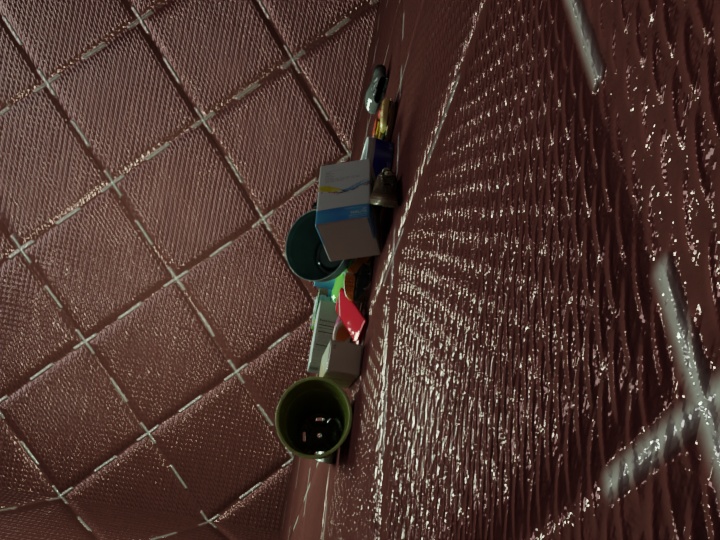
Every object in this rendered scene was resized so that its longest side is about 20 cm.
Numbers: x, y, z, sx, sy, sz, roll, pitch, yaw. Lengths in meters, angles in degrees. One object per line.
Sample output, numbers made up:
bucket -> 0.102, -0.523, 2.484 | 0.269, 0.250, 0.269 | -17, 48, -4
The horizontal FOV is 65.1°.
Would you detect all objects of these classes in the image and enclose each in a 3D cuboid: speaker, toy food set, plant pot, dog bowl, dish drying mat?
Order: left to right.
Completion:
plant pot -> -0.114, 0.411, 1.489 | 0.192, 0.192, 0.206 | 88, -171, -61
plant pot -> -0.103, -0.058, 1.635 | 0.134, 0.194, 0.208 | 32, -114, -67
speaker -> -0.039, 0.033, 1.771 | 0.202, 0.085, 0.091 | 109, 170, -52
dish drying mat -> -0.029, 0.124, 1.543 | 0.200, 0.018, 0.079 | -128, 51, -59
dog bowl -> 0.036, -0.278, 1.640 | 0.200, 0.076, 0.208 | -169, 89, -84
toy food set -> 0.067, -0.435, 1.764 | 0.201, 0.047, 0.205 | -100, 21, -72

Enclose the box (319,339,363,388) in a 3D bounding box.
box -> -0.055, 0.254, 1.512 | 0.201, 0.091, 0.080 | 113, 166, -67

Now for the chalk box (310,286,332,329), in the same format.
chalk box -> -0.099, 0.136, 1.978 | 0.201, 0.120, 0.129 | 121, 161, -69

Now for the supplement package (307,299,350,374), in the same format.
supplement package -> -0.095, 0.219, 1.796 | 0.122, 0.115, 0.206 | 113, 167, -64

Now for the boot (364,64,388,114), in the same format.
boot -> 0.059, -0.681, 2.192 | 0.134, 0.067, 0.204 | -94, 11, -48

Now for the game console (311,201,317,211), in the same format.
game console -> -0.052, -0.178, 1.727 | 0.173, 0.193, 0.123 | 116, 163, -66

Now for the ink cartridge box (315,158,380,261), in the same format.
ink cartridge box -> -0.027, -0.158, 1.466 | 0.148, 0.141, 0.205 | 69, -162, -52

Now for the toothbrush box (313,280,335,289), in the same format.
toothbrush box -> -0.068, -0.026, 1.859 | 0.203, 0.141, 0.087 | 108, 171, -50

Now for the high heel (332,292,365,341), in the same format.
high heel -> -0.040, 0.119, 1.665 | 0.096, 0.065, 0.206 | -117, 42, -64

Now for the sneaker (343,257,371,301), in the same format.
sneaker -> 0.000, 0.000, 1.590 | 0.093, 0.073, 0.206 | 97, -172, -64

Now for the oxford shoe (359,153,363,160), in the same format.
oxford shoe -> 0.031, -0.323, 1.912 | 0.075, 0.068, 0.206 | 50, 133, 49

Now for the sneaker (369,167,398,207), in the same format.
sneaker -> 0.056, -0.200, 1.345 | 0.201, 0.068, 0.078 | -100, 15, -75

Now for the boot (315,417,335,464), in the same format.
boot -> -0.095, 0.463, 1.680 | 0.182, 0.070, 0.208 | 120, 154, -77
